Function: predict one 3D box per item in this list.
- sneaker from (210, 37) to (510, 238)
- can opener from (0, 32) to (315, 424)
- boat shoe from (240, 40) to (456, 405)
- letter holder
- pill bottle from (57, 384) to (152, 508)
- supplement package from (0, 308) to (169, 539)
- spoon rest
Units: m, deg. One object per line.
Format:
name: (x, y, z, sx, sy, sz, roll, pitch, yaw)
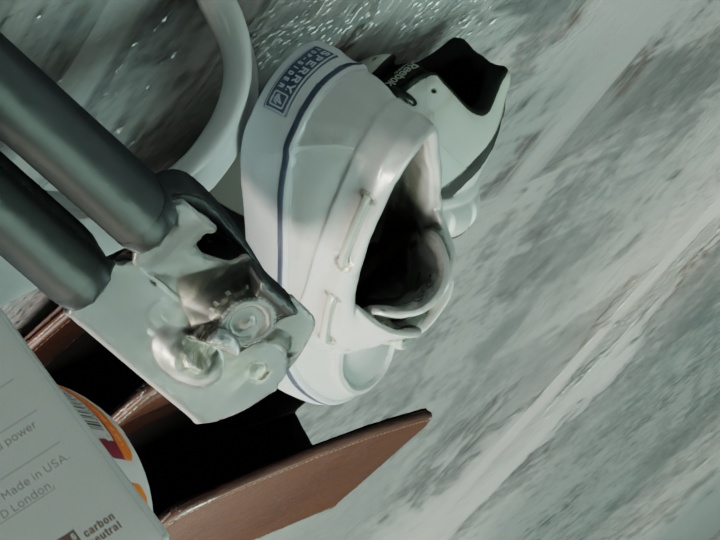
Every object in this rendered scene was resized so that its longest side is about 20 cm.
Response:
sneaker: (-0.011, -0.048, 1.072, 0.200, 0.074, 0.080, -22, 141, -54)
can opener: (-0.089, -0.024, 0.837, 0.053, 0.067, 0.200, -40, 127, 8)
boat shoe: (0.000, 0.000, 0.974, 0.074, 0.065, 0.200, -52, 159, -20)
letter holder: (-0.048, 0.045, 1.145, 0.142, 0.101, 0.200, -41, 166, 31)
pill bottle: (-0.150, 0.081, 0.888, 0.110, 0.110, 0.200, -40, 163, 8)
supplement package: (-0.155, 0.038, 0.692, 0.117, 0.200, 0.117, -33, 165, -19)
spoon rest: (-0.111, -0.020, 0.902, 0.200, 0.061, 0.099, -38, 165, -5)
